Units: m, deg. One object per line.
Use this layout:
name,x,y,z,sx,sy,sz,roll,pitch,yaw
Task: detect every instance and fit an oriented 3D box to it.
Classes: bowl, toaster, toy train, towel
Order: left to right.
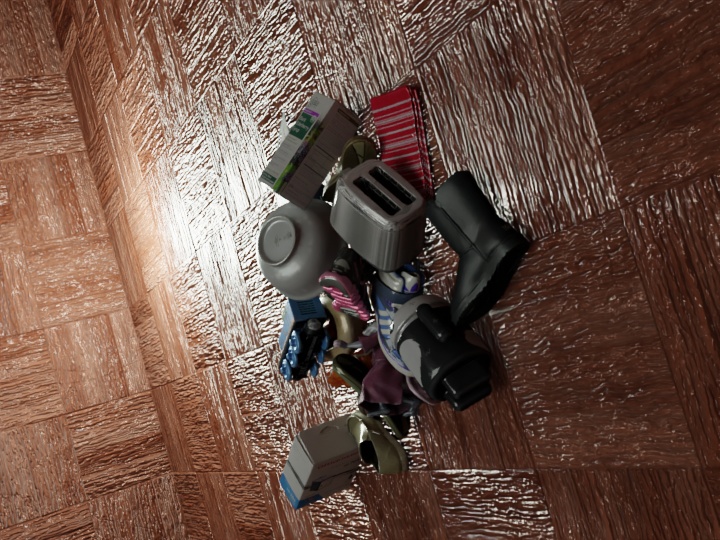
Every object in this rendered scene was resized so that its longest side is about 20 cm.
bowl,-0.131,-0.048,1.635,0.201,0.090,0.202,-9,76,36
toy train,-0.119,0.141,1.762,0.200,0.086,0.115,111,146,-50
toaster,0.036,-0.091,1.461,0.200,0.113,0.129,44,153,25
towel,0.069,-0.208,1.479,0.144,0.022,0.201,4,106,61

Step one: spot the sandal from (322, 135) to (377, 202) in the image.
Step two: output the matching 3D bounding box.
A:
sandal,-0.016,-0.188,1.591,0.200,0.080,0.054,115,159,-55

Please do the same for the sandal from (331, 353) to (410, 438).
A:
sandal,0.018,0.242,1.660,0.201,0.080,0.057,44,116,11

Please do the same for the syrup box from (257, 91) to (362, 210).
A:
syrup box,-0.093,-0.221,1.596,0.200,0.081,0.079,-57,40,2

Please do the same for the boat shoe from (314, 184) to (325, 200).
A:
boat shoe,-0.096,-0.075,1.748,0.084,0.068,0.201,157,132,-76

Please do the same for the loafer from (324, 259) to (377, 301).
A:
loafer,0.000,0.000,1.635,0.200,0.072,0.063,-32,96,42

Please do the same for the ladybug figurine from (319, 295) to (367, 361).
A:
ladybug figurine,-0.045,0.115,1.773,0.200,0.072,0.136,-26,79,61

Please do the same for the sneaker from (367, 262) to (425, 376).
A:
sneaker,0.078,0.070,1.518,0.147,0.080,0.201,114,141,-57

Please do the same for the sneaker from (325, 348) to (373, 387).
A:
sneaker,-0.015,0.215,1.767,0.077,0.073,0.200,61,153,6

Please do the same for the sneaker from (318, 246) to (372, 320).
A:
sneaker,-0.012,0.023,1.561,0.079,0.096,0.200,16,160,16

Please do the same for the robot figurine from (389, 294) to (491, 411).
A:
robot figurine,0.129,0.130,1.407,0.200,0.124,0.151,54,128,35

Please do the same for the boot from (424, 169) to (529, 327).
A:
boot,0.158,-0.034,1.331,0.168,0.076,0.200,54,138,30

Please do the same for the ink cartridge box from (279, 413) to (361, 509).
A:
ink cartridge box,-0.081,0.418,1.892,0.086,0.146,0.200,57,146,29

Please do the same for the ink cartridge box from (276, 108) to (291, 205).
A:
ink cartridge box,-0.141,-0.222,1.849,0.160,0.047,0.200,106,157,-43

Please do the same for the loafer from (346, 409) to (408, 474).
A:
loafer,0.021,0.347,1.759,0.200,0.068,0.076,30,128,53

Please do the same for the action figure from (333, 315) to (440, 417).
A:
action figure,0.047,0.165,1.586,0.149,0.134,0.201,-25,58,35
